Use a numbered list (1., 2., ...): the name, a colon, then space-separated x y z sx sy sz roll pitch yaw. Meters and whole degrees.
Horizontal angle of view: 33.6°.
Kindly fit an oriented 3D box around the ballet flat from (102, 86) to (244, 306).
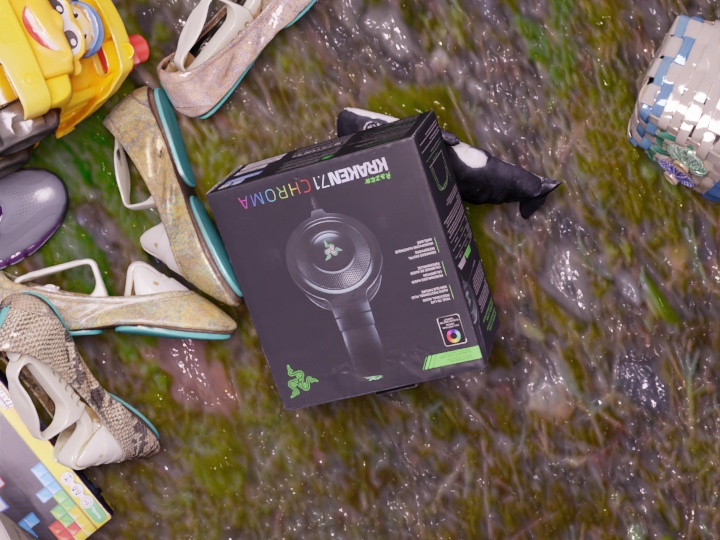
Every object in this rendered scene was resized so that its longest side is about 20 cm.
1. ballet flat: -0.155 -0.051 0.956 0.070 0.071 0.201 -22 76 -9

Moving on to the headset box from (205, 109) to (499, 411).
1. headset box: 0.000 0.000 0.933 0.173 0.093 0.201 -13 106 18

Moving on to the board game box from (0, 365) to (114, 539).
1. board game box: -0.322 0.168 0.946 0.165 0.057 0.200 -39 96 -9

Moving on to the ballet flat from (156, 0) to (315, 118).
1. ballet flat: -0.092 -0.214 0.973 0.200 0.068 0.067 -52 131 -7

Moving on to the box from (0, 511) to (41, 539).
1. box: -0.241 0.254 0.886 0.068 0.200 0.082 -36 57 -8

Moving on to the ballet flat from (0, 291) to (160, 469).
1. ballet flat: -0.225 0.104 0.913 0.201 0.067 0.076 62 36 -40

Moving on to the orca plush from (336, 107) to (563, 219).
1. orca plush: 0.066 -0.070 0.993 0.199 0.105 0.072 19 85 -33

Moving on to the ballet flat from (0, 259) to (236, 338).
1. ballet flat: -0.199 0.024 0.954 0.198 0.071 0.071 -1 90 -7

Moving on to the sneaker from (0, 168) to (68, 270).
1. sneaker: -0.324 -0.024 0.930 0.199 0.088 0.075 -24 94 -8

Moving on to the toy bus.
1. toy bus: -0.239 -0.160 0.896 0.191 0.200 0.136 -26 93 -35

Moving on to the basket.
1. basket: 0.331 -0.123 1.001 0.199 0.176 0.140 19 86 10
